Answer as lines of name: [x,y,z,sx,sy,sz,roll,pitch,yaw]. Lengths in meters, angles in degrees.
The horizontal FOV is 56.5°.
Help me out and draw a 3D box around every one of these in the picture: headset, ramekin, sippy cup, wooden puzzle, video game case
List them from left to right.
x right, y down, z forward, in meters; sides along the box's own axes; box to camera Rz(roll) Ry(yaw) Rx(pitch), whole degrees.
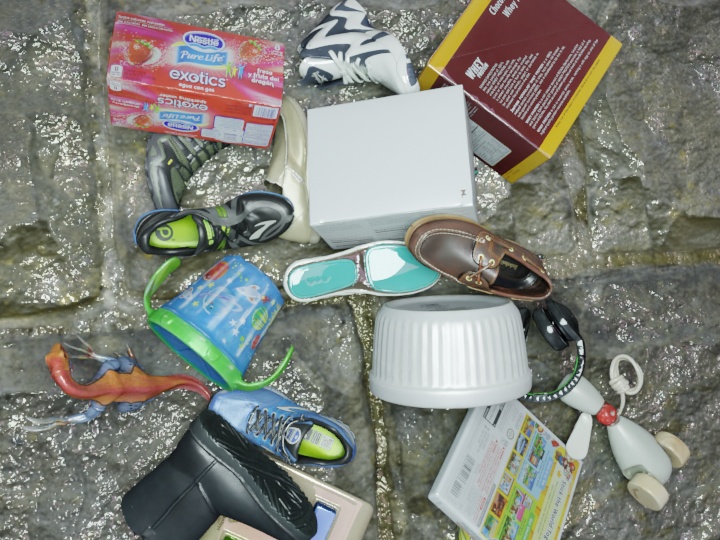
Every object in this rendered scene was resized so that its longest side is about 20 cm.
sippy cup: [-0.169,0.056,0.829,0.131,0.139,0.178,-51,118,-22]
wooden puzzle: [-0.103,0.345,0.838,0.199,0.046,0.186,26,79,-5]
ramekin: [0.107,0.091,0.819,0.198,0.200,0.106,-4,94,-10]
video game case: [0.192,0.266,0.857,0.182,0.023,0.200,43,48,-6]
headset: [0.237,0.075,0.909,0.122,0.094,0.202,-8,82,23]

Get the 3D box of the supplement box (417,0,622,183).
supplement box: [0.204,-0.270,0.923,0.199,0.133,0.198,35,79,-4]

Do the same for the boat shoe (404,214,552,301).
boat shoe: [0.147,-0.011,0.794,0.199,0.071,0.071,12,119,-27]

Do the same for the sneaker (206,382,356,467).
sneaker: [-0.094,0.194,0.837,0.198,0.089,0.079,19,79,-5]

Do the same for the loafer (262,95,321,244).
loafer: [-0.096,-0.132,0.886,0.068,0.076,0.202,-9,85,-16]

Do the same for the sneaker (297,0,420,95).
sneaker: [-0.016,-0.270,0.895,0.129,0.080,0.200,-35,64,0]

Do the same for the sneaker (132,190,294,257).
sneaker: [-0.177,-0.048,0.824,0.198,0.083,0.071,-10,113,-11]

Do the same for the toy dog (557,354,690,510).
toy dog: [0.347,0.226,0.914,0.131,0.096,0.201,-21,73,-20]

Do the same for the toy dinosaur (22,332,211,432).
toy dinosaur: [-0.280,0.118,0.769,0.198,0.181,0.106,-6,83,-11]

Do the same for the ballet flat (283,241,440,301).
ballet flat: [0.000,0.000,0.850,0.198,0.069,0.070,-7,84,-9]

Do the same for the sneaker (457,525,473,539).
sneaker: [0.152,0.307,0.872,0.075,0.076,0.202,17,59,-23]

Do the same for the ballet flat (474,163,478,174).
ballet flat: [0.077,-0.092,0.918,0.069,0.069,0.200,44,82,-1]

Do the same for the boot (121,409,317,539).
boot: [-0.169,0.288,0.792,0.200,0.076,0.168,42,102,5]

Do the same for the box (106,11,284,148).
box: [-0.197,-0.225,0.809,0.198,0.100,0.096,6,68,-15]

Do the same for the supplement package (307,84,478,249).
supplement package: [0.042,-0.125,0.847,0.198,0.111,0.157,-6,75,12]

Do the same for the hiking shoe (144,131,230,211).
hiking shoe: [-0.219,-0.163,0.869,0.100,0.076,0.202,5,81,-5]
